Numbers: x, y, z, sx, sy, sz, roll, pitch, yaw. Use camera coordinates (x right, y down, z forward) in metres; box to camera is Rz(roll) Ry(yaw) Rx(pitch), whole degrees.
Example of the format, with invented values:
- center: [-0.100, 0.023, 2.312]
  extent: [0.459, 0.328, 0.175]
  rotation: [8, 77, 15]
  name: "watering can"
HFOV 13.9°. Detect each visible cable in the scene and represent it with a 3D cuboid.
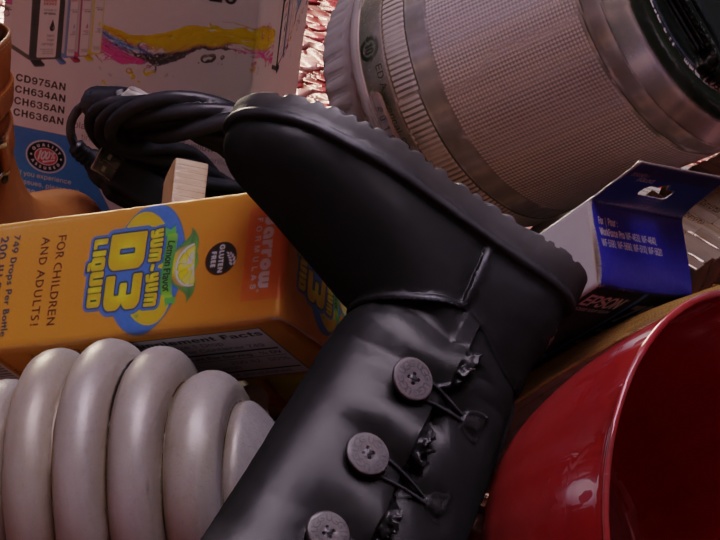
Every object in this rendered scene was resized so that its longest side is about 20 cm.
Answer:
- center: [-0.046, -0.044, 1.505]
  extent: [0.199, 0.051, 0.163]
  rotation: [31, -23, -24]
  name: "cable"

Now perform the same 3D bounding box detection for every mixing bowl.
- center: [0.120, 0.114, 1.193]
  extent: [0.108, 0.201, 0.200]
  rotation: [-12, 7, 41]
  name: "mixing bowl"

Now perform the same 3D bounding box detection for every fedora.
- center: [0.131, 0.078, 1.324]
  extent: [0.200, 0.201, 0.082]
  rotation: [-13, 68, -39]
  name: "fedora"

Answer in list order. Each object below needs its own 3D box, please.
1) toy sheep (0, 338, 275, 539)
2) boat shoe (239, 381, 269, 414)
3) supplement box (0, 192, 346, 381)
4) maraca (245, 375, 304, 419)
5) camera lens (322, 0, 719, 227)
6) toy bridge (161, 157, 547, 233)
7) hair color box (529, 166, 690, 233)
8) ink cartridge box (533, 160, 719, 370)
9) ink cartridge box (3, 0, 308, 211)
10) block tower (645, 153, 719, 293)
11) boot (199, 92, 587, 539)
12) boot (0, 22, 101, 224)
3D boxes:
- center: [-0.094, 0.090, 1.218]
  extent: [0.199, 0.139, 0.138]
  rotation: [-7, 21, 13]
  name: "toy sheep"
- center: [-0.136, 0.048, 1.361]
  extent: [0.199, 0.074, 0.063]
  rotation: [21, 24, 25]
  name: "boat shoe"
- center: [-0.103, 0.013, 1.281]
  extent: [0.199, 0.067, 0.069]
  rotation: [-7, -26, 24]
  name: "supplement box"
- center: [-0.033, 0.015, 1.435]
  extent: [0.136, 0.108, 0.200]
  rotation: [21, 3, -13]
  name: "maraca"
- center: [0.101, -0.113, 1.497]
  extent: [0.199, 0.161, 0.160]
  rotation: [-22, 5, 35]
  name: "camera lens"
- center: [0.000, 0.000, 1.338]
  extent: [0.199, 0.027, 0.068]
  rotation: [10, 63, -13]
  name: "toy bridge"
- center: [0.144, 0.003, 1.564]
  extent: [0.101, 0.062, 0.200]
  rotation: [18, 27, 20]
  name: "hair color box"
- center: [0.071, 0.024, 1.286]
  extent: [0.099, 0.200, 0.039]
  rotation: [5, 52, -59]
  name: "ink cartridge box"
- center: [-0.111, -0.146, 1.642]
  extent: [0.146, 0.201, 0.145]
  rotation: [11, 24, 7]
  name: "ink cartridge box"
- center: [0.161, -0.008, 1.459]
  extent: [0.058, 0.054, 0.200]
  rotation: [32, 31, 18]
  name: "block tower"
- center: [-0.019, 0.047, 1.162]
  extent: [0.164, 0.066, 0.201]
  rotation: [28, 67, 1]
  name: "boot"
- center: [-0.185, -0.052, 1.465]
  extent: [0.073, 0.156, 0.200]
  rotation: [19, 26, 25]
  name: "boot"
